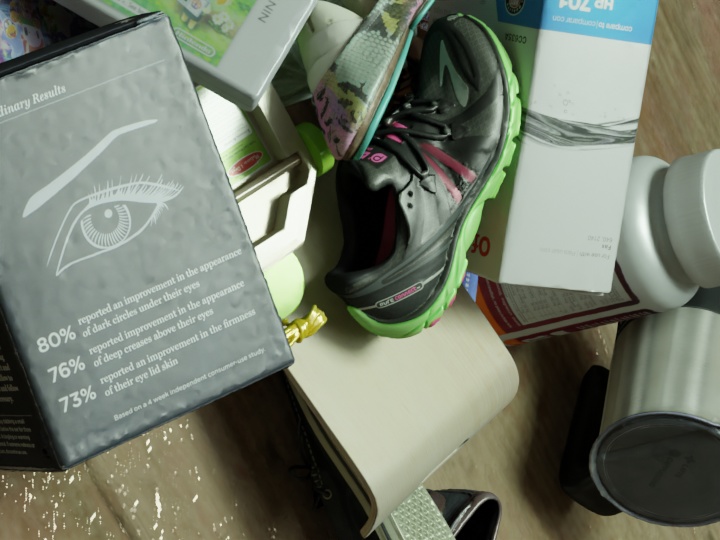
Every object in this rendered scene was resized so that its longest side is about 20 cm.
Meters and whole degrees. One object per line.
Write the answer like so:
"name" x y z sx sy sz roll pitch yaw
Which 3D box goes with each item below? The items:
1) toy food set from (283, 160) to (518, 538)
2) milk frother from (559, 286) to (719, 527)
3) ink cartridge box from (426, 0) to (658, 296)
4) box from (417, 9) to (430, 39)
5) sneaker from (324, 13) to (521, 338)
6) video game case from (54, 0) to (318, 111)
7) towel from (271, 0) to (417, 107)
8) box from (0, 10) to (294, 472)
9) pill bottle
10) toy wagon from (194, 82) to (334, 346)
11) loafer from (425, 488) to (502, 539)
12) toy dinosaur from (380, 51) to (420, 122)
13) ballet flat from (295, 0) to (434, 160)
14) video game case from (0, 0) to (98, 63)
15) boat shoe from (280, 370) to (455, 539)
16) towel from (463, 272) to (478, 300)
"toy food set" -0.006 0.039 1.516 0.143 0.060 0.200 -39 97 -37
"milk frother" 0.260 0.108 1.817 0.200 0.181 0.188 21 46 -5
"ink cartridge box" 0.101 -0.097 1.555 0.086 0.146 0.200 6 97 -27
"box" 0.016 -0.231 1.628 0.200 0.039 0.137 14 106 -36
"sneaker" 0.034 -0.062 1.470 0.084 0.077 0.200 27 72 -37
"video game case" -0.106 -0.209 1.425 0.200 0.022 0.182 30 62 -2
"towel" -0.068 -0.192 1.495 0.171 0.048 0.200 -22 95 -27
"box" -0.146 -0.014 1.301 0.148 0.104 0.200 -23 99 -29
"pill bottle" 0.170 -0.018 1.753 0.110 0.200 0.110 29 54 -50
"toy wagon" -0.087 -0.044 1.424 0.155 0.040 0.200 -34 103 -29
"loafer" 0.043 0.219 1.590 0.072 0.063 0.200 48 41 -36
"toy dinosaur" 0.040 -0.091 1.709 0.200 0.102 0.136 42 11 14
"ballet flat" 0.006 -0.147 1.465 0.071 0.069 0.200 33 54 -7
"video game case" -0.153 -0.070 1.443 0.143 0.018 0.200 -22 96 -57
"boat shoe" -0.006 0.122 1.558 0.075 0.062 0.200 -17 77 -54
"towel" 0.000 0.000 1.589 0.200 0.024 0.145 28 47 -30
